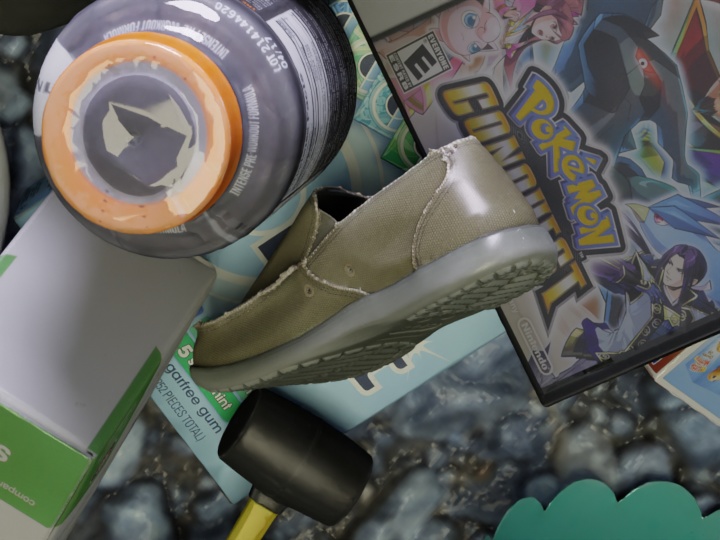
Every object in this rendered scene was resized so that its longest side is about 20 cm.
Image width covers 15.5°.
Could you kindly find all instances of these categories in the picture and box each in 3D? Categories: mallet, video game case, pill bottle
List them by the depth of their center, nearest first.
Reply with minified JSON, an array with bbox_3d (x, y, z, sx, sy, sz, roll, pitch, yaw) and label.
[{"bbox_3d":[-0.066,-0.064,1.036,0.106,0.200,0.107,1,100,9],"label":"pill bottle"},{"bbox_3d":[0.108,-0.068,1.067,0.180,0.025,0.201,-25,91,28],"label":"video game case"},{"bbox_3d":[-0.061,0.154,1.178,0.066,0.041,0.201,24,93,-12],"label":"mallet"}]

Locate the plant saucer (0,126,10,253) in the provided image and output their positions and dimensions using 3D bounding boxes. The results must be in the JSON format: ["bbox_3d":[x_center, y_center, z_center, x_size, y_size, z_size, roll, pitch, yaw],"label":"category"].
[{"bbox_3d":[-0.253,-0.032,1.149,0.199,0.050,0.201,2,78,-10],"label":"plant saucer"}]

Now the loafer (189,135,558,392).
[{"bbox_3d":[0.000,0.000,1.107,0.200,0.075,0.070,-25,75,40],"label":"loafer"}]

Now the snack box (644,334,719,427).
[{"bbox_3d":[0.202,0.055,1.165,0.072,0.024,0.200,-41,137,15],"label":"snack box"}]

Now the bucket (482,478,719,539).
[{"bbox_3d":[0.127,0.204,1.185,0.206,0.207,0.135,14,119,-5],"label":"bucket"}]

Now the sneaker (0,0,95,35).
[{"bbox_3d":[-0.086,-0.158,1.104,0.199,0.091,0.076,-31,110,13],"label":"sneaker"}]

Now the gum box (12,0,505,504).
[{"bbox_3d":[-0.025,-0.017,1.182,0.200,0.045,0.170,-33,107,13],"label":"gum box"}]

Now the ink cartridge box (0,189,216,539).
[{"bbox_3d":[-0.156,0.083,1.137,0.084,0.146,0.200,32,126,-1],"label":"ink cartridge box"}]
